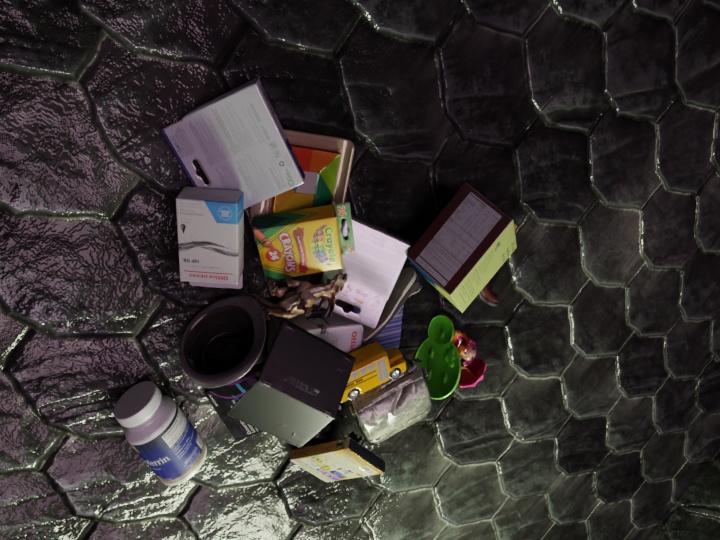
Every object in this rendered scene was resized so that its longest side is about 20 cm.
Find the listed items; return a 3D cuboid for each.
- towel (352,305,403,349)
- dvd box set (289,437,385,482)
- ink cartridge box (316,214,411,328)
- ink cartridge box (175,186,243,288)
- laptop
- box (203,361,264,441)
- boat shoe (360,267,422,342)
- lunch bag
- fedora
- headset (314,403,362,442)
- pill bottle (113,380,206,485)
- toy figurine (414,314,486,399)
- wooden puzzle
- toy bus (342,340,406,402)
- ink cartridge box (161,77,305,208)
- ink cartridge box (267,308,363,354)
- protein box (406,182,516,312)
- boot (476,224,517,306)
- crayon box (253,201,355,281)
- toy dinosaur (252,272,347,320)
[{"bbox_3d":[0.038,0.118,1.355,0.140,0.024,0.207,-9,117,-27],"label":"towel"},{"bbox_3d":[-0.056,0.462,1.379,0.196,0.030,0.146,-23,130,35],"label":"dvd box set"},{"bbox_3d":[0.000,0.000,1.238,0.158,0.057,0.205,22,107,-10],"label":"ink cartridge box"},{"bbox_3d":[-0.279,-0.045,1.071,0.111,0.067,0.207,3,115,-4],"label":"ink cartridge box"},{"bbox_3d":[-0.139,0.235,1.162,0.184,0.115,0.205,30,69,-24],"label":"laptop"},{"bbox_3d":[-0.215,0.274,1.211,0.195,0.036,0.146,-21,113,16],"label":"box"},{"bbox_3d":[0.072,0.090,1.303,0.202,0.072,0.063,-52,128,-7],"label":"boat shoe"},{"bbox_3d":[0.070,0.300,1.342,0.195,0.142,0.169,-26,157,-7],"label":"lunch bag"},{"bbox_3d":[-0.263,0.152,1.150,0.195,0.181,0.091,-26,151,3],"label":"fedora"},{"bbox_3d":[-0.079,0.352,1.355,0.199,0.094,0.124,41,92,-23],"label":"headset"},{"bbox_3d":[-0.409,0.332,1.169,0.114,0.116,0.204,-30,121,-10],"label":"pill bottle"},{"bbox_3d":[0.250,0.226,1.467,0.181,0.147,0.208,12,83,-43],"label":"toy figurine"},{"bbox_3d":[-0.114,-0.177,1.139,0.194,0.037,0.191,3,111,-27],"label":"wooden puzzle"},{"bbox_3d":[0.002,0.220,1.255,0.195,0.065,0.080,-23,120,-16],"label":"toy bus"},{"bbox_3d":[-0.227,-0.215,1.045,0.194,0.041,0.203,-20,120,10],"label":"ink cartridge box"},{"bbox_3d":[-0.104,0.175,1.269,0.194,0.086,0.151,-4,114,-27],"label":"ink cartridge box"},{"bbox_3d":[0.229,-0.045,1.261,0.201,0.135,0.198,-49,157,1],"label":"protein box"},{"bbox_3d":[0.326,-0.031,1.423,0.186,0.068,0.203,34,88,-26],"label":"boot"},{"bbox_3d":[-0.107,-0.058,1.141,0.193,0.052,0.130,-11,128,-3],"label":"crayon box"},{"bbox_3d":[-0.125,0.064,1.185,0.135,0.194,0.089,15,64,-64],"label":"toy dinosaur"}]
